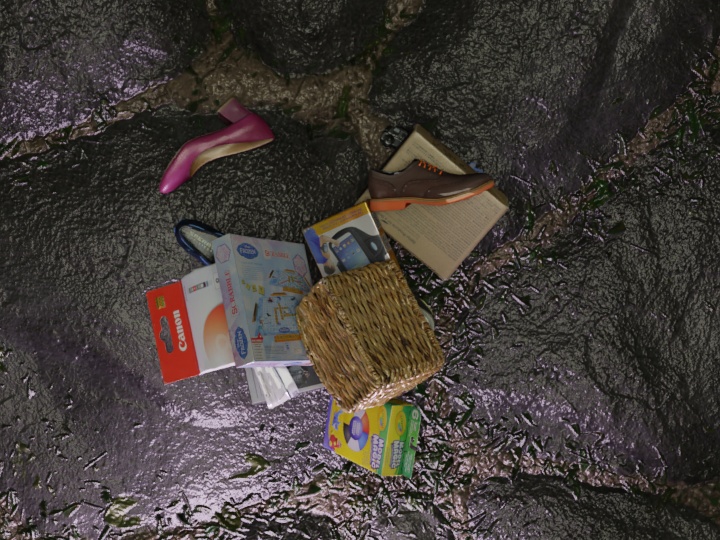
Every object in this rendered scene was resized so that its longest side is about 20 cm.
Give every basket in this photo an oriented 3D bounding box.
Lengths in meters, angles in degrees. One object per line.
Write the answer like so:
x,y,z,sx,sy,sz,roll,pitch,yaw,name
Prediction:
0.010,0.107,1.644,0.148,0.143,0.201,-16,68,-38,basket

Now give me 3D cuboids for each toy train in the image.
0.127,-0.188,1.767,0.199,0.034,0.046,27,79,-6,toy train

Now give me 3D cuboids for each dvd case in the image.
-0.097,0.128,1.752,0.198,0.025,0.151,-13,77,-3,dvd case

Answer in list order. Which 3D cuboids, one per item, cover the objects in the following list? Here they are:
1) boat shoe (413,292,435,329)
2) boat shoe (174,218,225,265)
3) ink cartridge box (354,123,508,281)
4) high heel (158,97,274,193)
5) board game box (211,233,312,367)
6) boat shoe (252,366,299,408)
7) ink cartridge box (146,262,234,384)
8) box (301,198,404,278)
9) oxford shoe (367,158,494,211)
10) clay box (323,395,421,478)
0.039,0.043,1.761,0.201,0.061,0.072,39,105,2,boat shoe
-0.219,-0.014,1.729,0.199,0.069,0.085,24,92,-6,boat shoe
0.116,-0.112,1.729,0.200,0.075,0.165,39,109,-7,ink cartridge box
-0.235,-0.182,1.714,0.096,0.067,0.200,41,86,4,high heel
-0.139,0.050,1.660,0.041,0.200,0.201,-19,76,29,board game box
-0.175,0.127,1.702,0.065,0.074,0.201,-31,77,-9,boat shoe
-0.260,0.083,1.687,0.199,0.050,0.163,-16,81,21,ink cartridge box
0.000,0.000,1.708,0.118,0.041,0.201,-23,94,15,box
0.108,-0.139,1.648,0.198,0.071,0.073,-7,100,8,oxford shoe
0.017,0.256,1.707,0.047,0.200,0.116,6,94,-35,clay box
